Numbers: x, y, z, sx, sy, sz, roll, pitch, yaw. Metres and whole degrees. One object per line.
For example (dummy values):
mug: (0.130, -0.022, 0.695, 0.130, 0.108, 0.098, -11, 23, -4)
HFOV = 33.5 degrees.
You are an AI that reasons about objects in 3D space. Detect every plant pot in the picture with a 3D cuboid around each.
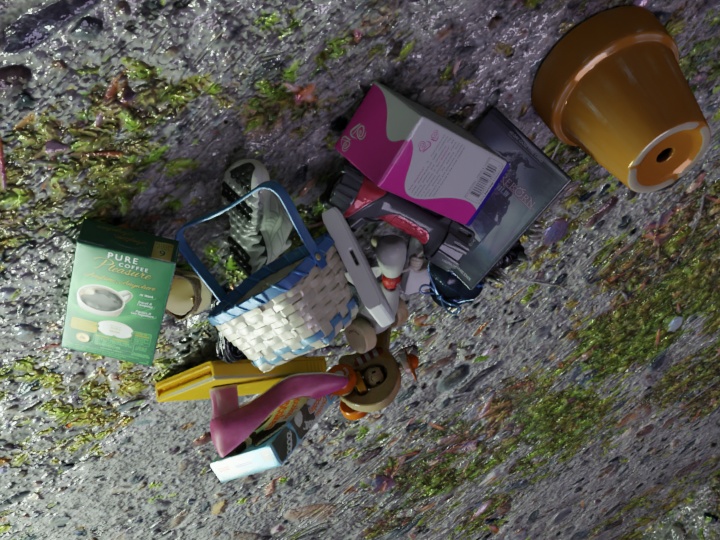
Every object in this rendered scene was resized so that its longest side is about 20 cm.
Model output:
plant pot: (0.356, -0.210, 1.571, 0.199, 0.184, 0.201, -20, 146, -14)

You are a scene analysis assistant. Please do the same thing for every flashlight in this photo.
flashlight: (0.046, -0.064, 1.548, 0.199, 0.068, 0.068, 31, 153, -16)

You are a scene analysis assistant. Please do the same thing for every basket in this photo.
basket: (-0.113, 0.007, 1.420, 0.176, 0.201, 0.139, -21, -159, 37)

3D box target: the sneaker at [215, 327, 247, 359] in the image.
sneaker: (-0.150, 0.073, 1.655, 0.089, 0.079, 0.201, -17, 145, -23)

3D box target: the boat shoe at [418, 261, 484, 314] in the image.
boat shoe: (0.136, 0.029, 1.726, 0.069, 0.084, 0.200, -48, 158, 6)

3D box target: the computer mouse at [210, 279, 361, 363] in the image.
computer mouse: (-0.098, 0.044, 1.565, 0.199, 0.053, 0.139, -13, 137, -10)

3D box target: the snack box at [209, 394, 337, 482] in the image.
snack box: (-0.119, 0.224, 1.721, 0.116, 0.037, 0.200, -21, -166, 33)

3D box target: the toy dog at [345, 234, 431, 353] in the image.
toy dog: (0.017, 0.017, 1.708, 0.132, 0.096, 0.201, -17, 137, -52)

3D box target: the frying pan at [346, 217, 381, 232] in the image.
frying pan: (-0.001, -0.085, 1.608, 0.189, 0.031, 0.115, -33, 147, -2)

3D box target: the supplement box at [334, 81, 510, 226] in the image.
supplement box: (0.080, -0.144, 1.504, 0.199, 0.103, 0.102, 19, 109, -51)

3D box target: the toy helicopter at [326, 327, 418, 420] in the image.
toy helicopter: (0.032, 0.122, 1.762, 0.131, 0.201, 0.079, -8, 135, 22)

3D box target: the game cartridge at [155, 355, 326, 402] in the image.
game cartridge: (-0.169, 0.154, 1.726, 0.199, 0.033, 0.176, -2, 166, -38)

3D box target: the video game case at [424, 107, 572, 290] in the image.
video game case: (0.164, -0.095, 1.602, 0.200, 0.143, 0.019, -49, 169, 17)

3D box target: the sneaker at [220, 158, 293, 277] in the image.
sneaker: (-0.124, -0.075, 1.495, 0.081, 0.075, 0.201, -30, 153, -22)

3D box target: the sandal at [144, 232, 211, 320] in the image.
sandal: (-0.243, 0.032, 1.535, 0.077, 0.070, 0.212, -31, 147, 3)

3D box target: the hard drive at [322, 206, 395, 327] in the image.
hard drive: (0.000, 0.000, 1.527, 0.027, 0.133, 0.200, -26, 170, 1)

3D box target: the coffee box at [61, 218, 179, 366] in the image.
coffee box: (-0.297, 0.030, 1.472, 0.122, 0.044, 0.201, 13, 135, -8)

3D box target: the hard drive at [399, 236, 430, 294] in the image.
hard drive: (0.133, -0.051, 1.755, 0.131, 0.026, 0.201, -16, 144, -21)

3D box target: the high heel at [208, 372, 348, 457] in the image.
high heel: (-0.110, 0.197, 1.659, 0.198, 0.097, 0.067, -7, 168, -11)

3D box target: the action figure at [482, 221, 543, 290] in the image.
action figure: (0.195, -0.034, 1.706, 0.199, 0.102, 0.119, 22, 100, -47)
